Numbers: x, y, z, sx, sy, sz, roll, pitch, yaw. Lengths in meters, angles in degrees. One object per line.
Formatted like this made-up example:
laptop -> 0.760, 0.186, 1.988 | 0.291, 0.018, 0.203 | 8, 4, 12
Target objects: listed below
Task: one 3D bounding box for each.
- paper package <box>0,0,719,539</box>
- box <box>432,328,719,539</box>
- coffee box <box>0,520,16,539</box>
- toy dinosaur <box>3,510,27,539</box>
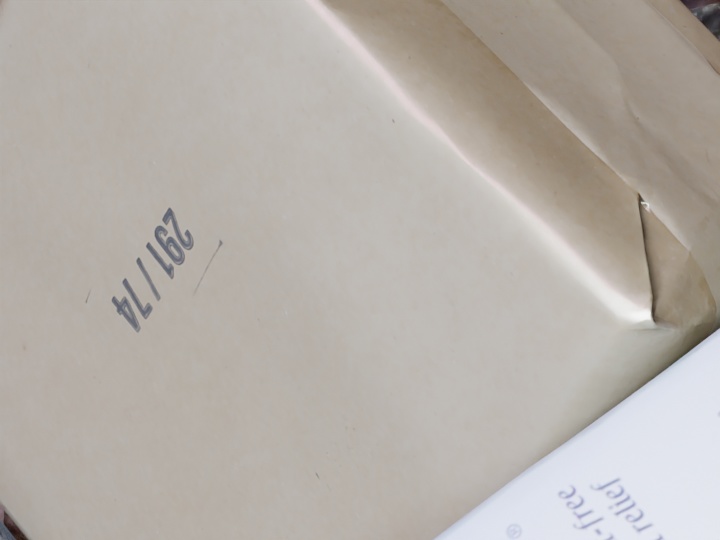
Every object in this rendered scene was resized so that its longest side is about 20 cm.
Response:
paper package -> -0.007, 0.000, 0.626 | 0.103, 0.200, 0.191 | -22, 61, -44
box -> 0.102, 0.093, 0.573 | 0.199, 0.184, 0.105 | -35, 64, -5
coffee box -> -0.120, 0.131, 0.666 | 0.113, 0.200, 0.080 | -29, 43, 0
toy dinosaur -> -0.043, 0.078, 0.803 | 0.200, 0.058, 0.101 | -45, 57, -8
